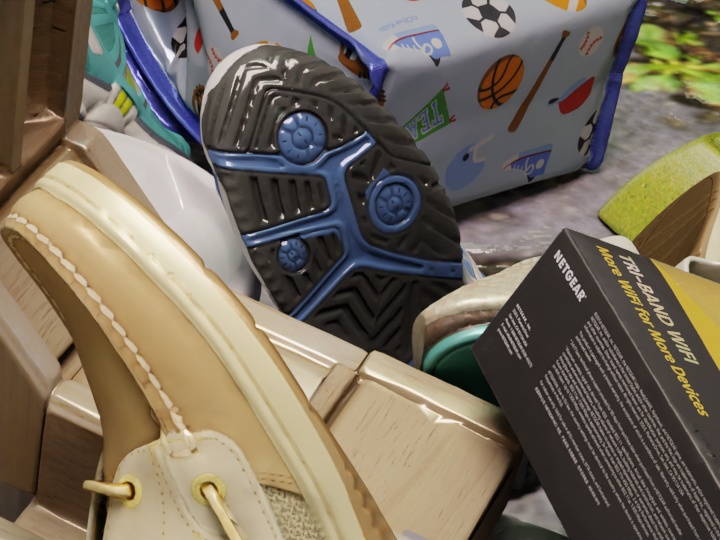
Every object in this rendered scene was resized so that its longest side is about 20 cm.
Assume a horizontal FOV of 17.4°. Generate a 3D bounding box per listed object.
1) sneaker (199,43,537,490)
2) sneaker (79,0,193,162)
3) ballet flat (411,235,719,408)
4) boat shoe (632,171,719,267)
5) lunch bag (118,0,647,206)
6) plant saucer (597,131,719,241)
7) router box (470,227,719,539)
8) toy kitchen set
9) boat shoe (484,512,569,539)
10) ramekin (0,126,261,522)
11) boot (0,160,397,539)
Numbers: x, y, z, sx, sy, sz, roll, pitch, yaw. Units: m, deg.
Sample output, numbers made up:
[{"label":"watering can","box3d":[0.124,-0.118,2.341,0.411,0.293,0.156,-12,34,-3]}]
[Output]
[{"label":"sneaker","box3d":[0.000,0.000,0.835,0.076,0.200,0.077,-42,32,-11]},{"label":"sneaker","box3d":[-0.113,-0.082,0.963,0.077,0.200,0.080,5,74,14]},{"label":"ballet flat","box3d":[0.095,0.022,0.770,0.200,0.067,0.063,14,51,-31]},{"label":"boat shoe","box3d":[0.131,0.033,0.892,0.065,0.072,0.200,40,28,-14]},{"label":"lunch bag","box3d":[-0.004,-0.111,1.056,0.170,0.124,0.200,-19,46,-39]},{"label":"plant saucer","box3d":[0.235,-0.018,0.991,0.199,0.048,0.200,-12,34,-23]},{"label":"router box","box3d":[0.135,0.087,0.651,0.157,0.052,0.200,18,30,-35]},{"label":"toy kitchen set","box3d":[-0.063,0.020,0.634,0.200,0.181,0.163,24,44,12]},{"label":"boat shoe","box3d":[0.067,0.128,0.711,0.199,0.071,0.064,15,32,17]},{"label":"ramekin","box3d":[-0.135,0.031,0.839,0.202,0.094,0.203,1,30,-1]},{"label":"boot","box3d":[-0.069,0.091,0.567,0.155,0.200,0.073,-33,5,-11]}]
